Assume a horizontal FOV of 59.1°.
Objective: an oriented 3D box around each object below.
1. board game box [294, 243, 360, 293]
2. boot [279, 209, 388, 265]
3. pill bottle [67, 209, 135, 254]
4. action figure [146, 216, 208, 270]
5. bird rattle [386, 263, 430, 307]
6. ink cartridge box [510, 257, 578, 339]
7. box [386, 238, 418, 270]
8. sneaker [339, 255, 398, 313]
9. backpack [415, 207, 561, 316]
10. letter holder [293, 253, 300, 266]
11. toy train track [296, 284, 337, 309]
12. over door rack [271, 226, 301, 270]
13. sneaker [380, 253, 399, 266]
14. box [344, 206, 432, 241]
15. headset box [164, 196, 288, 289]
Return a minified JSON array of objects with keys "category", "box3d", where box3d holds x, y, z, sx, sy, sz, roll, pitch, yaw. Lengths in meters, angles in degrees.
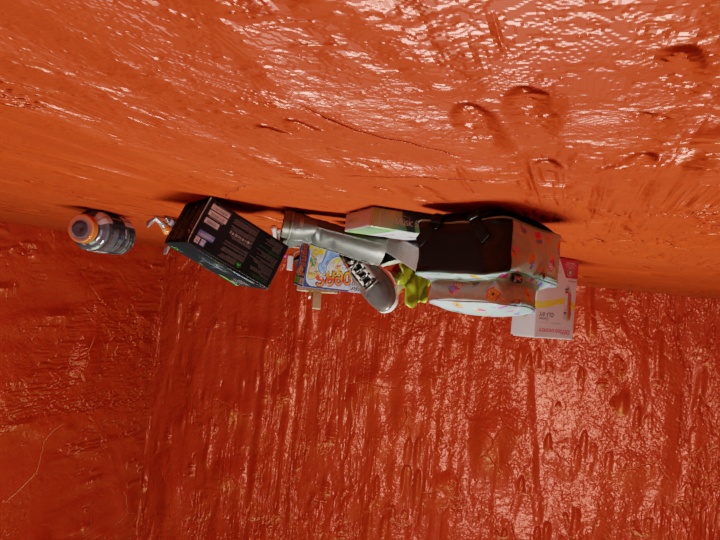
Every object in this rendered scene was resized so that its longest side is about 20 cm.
[{"category":"board game box","box3d":[-0.048,-0.025,1.404,0.198,0.138,0.034,7,-174,-42]},{"category":"boot","box3d":[-0.053,-0.059,1.208,0.196,0.074,0.182,9,178,-9]},{"category":"pill bottle","box3d":[-0.679,-0.100,1.662,0.104,0.108,0.200,6,178,6]},{"category":"action figure","box3d":[-0.430,-0.079,1.651,0.199,0.106,0.192,35,-159,34]},{"category":"bird rattle","box3d":[0.084,0.011,1.474,0.162,0.113,0.201,-34,-160,11]},{"category":"ink cartridge box","box3d":[0.461,0.068,1.585,0.143,0.204,0.083,6,178,-31]},{"category":"box","box3d":[0.084,-0.040,1.183,0.038,0.042,0.200,4,-165,-27]},{"category":"sneaker","box3d":[0.000,0.000,1.276,0.077,0.201,0.082,-39,164,21]},{"category":"backpack","box3d":[0.199,-0.009,0.943,0.198,0.156,0.174,-1,178,-42]},{"category":"letter holder","box3d":[-0.087,-0.003,1.647,0.100,0.143,0.200,-38,-173,-11]},{"category":"toy train track","box3d":[-0.118,0.011,1.764,0.113,0.204,0.033,5,161,-9]},{"category":"over door rack","box3d":[-0.213,-0.066,1.516,0.145,0.068,0.200,6,-161,3]},{"category":"sneaker","box3d":[0.068,-0.040,1.344,0.092,0.072,0.198,2,169,-40]},{"category":"box","box3d":[0.086,-0.074,1.085,0.197,0.037,0.144,5,179,-19]},{"category":"headset box","box3d":[-0.259,-0.049,1.203,0.173,0.094,0.199,33,166,-27]}]
